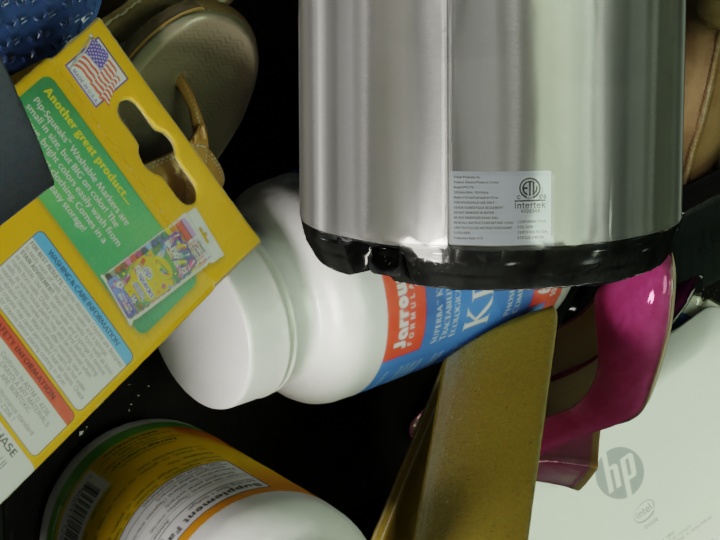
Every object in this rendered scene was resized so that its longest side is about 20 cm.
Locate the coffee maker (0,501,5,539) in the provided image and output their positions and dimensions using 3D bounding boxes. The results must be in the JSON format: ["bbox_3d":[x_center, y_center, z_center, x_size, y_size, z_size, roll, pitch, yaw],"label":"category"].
[{"bbox_3d":[-0.262,0.115,1.194,0.199,0.134,0.193,0,76,-42],"label":"coffee maker"}]

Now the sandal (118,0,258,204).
[{"bbox_3d":[-0.099,-0.027,1.285,0.080,0.054,0.201,18,108,-49],"label":"sandal"}]

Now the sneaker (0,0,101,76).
[{"bbox_3d":[-0.155,-0.158,1.234,0.070,0.078,0.201,-17,135,-39],"label":"sneaker"}]

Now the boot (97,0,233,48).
[{"bbox_3d":[-0.087,-0.202,1.271,0.200,0.072,0.155,-44,119,0],"label":"boot"}]

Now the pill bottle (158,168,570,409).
[{"bbox_3d":[0.000,0.000,1.382,0.199,0.112,0.113,-21,116,-36],"label":"pill bottle"}]

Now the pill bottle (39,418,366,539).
[{"bbox_3d":[-0.059,0.145,1.305,0.110,0.200,0.112,-8,107,-29],"label":"pill bottle"}]

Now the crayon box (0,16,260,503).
[{"bbox_3d":[-0.148,0.003,1.198,0.200,0.051,0.126,-45,106,-35],"label":"crayon box"}]

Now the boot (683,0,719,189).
[{"bbox_3d":[0.179,-0.150,1.491,0.201,0.066,0.176,99,6,-48],"label":"boot"}]

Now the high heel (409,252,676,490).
[{"bbox_3d":[0.093,0.045,1.440,0.095,0.200,0.068,13,58,-8],"label":"high heel"}]

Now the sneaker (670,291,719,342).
[{"bbox_3d":[0.207,0.086,1.626,0.200,0.078,0.089,38,85,-33],"label":"sneaker"}]

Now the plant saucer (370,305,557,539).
[{"bbox_3d":[0.034,0.141,1.366,0.201,0.048,0.201,-77,-175,-52],"label":"plant saucer"}]

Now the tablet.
[{"bbox_3d":[0.149,0.126,1.544,0.200,0.014,0.131,-36,101,-11],"label":"tablet"}]

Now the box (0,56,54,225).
[{"bbox_3d":[-0.241,-0.051,1.093,0.148,0.199,0.105,-39,125,-26],"label":"box"}]

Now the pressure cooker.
[{"bbox_3d":[0.060,-0.101,1.246,0.175,0.178,0.201,-10,104,-38],"label":"pressure cooker"}]

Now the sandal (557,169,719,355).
[{"bbox_3d":[0.142,0.010,1.484,0.200,0.048,0.075,-33,134,19],"label":"sandal"}]
